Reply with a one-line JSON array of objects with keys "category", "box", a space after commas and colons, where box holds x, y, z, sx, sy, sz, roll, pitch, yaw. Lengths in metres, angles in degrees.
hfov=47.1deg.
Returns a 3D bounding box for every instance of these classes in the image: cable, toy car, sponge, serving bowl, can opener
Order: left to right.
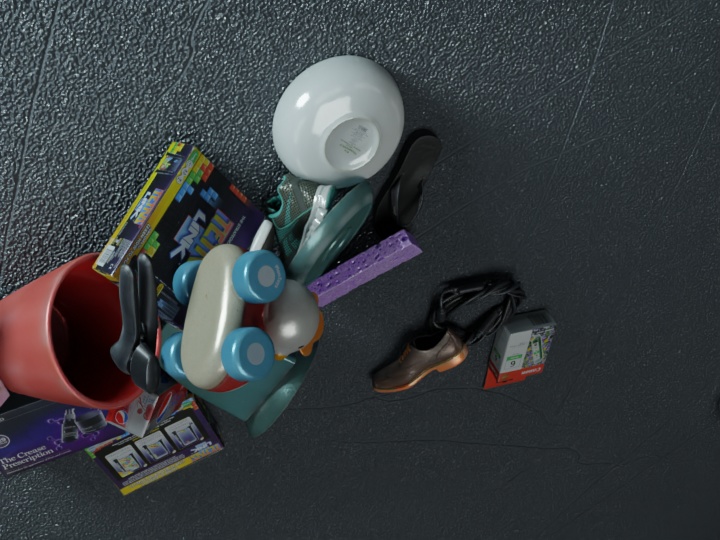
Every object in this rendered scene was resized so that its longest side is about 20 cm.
[{"category": "can opener", "box": [-0.275, 0.061, 1.036, 0.063, 0.077, 0.203, -44, 152, -49]}, {"category": "toy car", "box": [-0.120, 0.073, 1.054, 0.198, 0.181, 0.183, 17, 164, -38]}, {"category": "serving bowl", "box": [-0.022, -0.195, 1.163, 0.196, 0.066, 0.203, -14, 133, -16]}, {"category": "sponge", "box": [0.000, 0.000, 1.318, 0.198, 0.030, 0.111, -30, 170, 9]}, {"category": "cable", "box": [0.221, 0.081, 1.535, 0.196, 0.051, 0.165, -11, 133, -18]}]

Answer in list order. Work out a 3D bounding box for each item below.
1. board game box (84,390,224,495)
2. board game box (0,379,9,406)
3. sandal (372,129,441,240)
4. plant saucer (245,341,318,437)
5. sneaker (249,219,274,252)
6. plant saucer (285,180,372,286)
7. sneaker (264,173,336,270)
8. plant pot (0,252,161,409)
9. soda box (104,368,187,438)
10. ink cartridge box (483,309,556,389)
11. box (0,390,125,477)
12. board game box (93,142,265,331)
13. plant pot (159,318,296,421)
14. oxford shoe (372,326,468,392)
[{"category": "board game box", "box": [-0.355, 0.286, 1.425, 0.197, 0.057, 0.167, -24, 137, -6]}, {"category": "board game box", "box": [-0.576, 0.088, 1.068, 0.196, 0.044, 0.202, 12, 136, 18]}, {"category": "sandal", "box": [0.071, -0.121, 1.289, 0.075, 0.043, 0.203, -1, 129, -26]}, {"category": "plant saucer", "box": [-0.139, 0.176, 1.357, 0.036, 0.201, 0.201, 35, 111, -13]}, {"category": "sneaker", "box": [-0.122, 0.032, 1.153, 0.097, 0.071, 0.204, 15, 110, -4]}, {"category": "plant saucer", "box": [-0.042, -0.046, 1.220, 0.201, 0.027, 0.200, -51, 174, -7]}, {"category": "sneaker", "box": [-0.103, -0.073, 1.225, 0.090, 0.078, 0.201, 24, 138, -6]}, {"category": "plant pot", "box": [-0.399, 0.089, 1.120, 0.174, 0.204, 0.200, -9, 145, 31]}, {"category": "soda box", "box": [-0.315, 0.187, 1.255, 0.062, 0.200, 0.071, 23, 94, 1]}, {"category": "ink cartridge box", "box": [0.319, 0.176, 1.666, 0.107, 0.051, 0.203, -10, 131, -19]}, {"category": "box", "box": [-0.487, 0.222, 1.290, 0.196, 0.079, 0.143, -19, 132, -10]}, {"category": "board game box", "box": [-0.239, -0.040, 1.118, 0.165, 0.056, 0.202, 44, 69, -44]}, {"category": "plant pot", "box": [-0.227, 0.106, 1.275, 0.198, 0.142, 0.142, 29, 112, -32]}, {"category": "oxford shoe", "box": [0.098, 0.161, 1.532, 0.198, 0.072, 0.073, -28, 117, 18]}]
